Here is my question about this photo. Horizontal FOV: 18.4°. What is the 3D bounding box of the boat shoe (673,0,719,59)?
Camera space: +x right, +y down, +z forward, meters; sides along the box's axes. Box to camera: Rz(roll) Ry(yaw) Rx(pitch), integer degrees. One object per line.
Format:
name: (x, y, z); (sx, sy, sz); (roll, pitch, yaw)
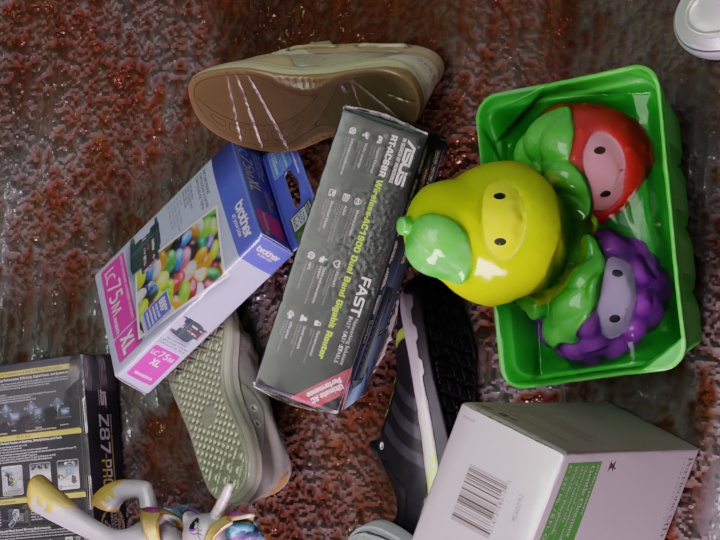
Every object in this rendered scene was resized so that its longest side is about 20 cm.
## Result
boat shoe: (0.285, -0.203, 1.452); (0.200, 0.065, 0.074); (-31, 71, 26)

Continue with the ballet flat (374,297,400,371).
ballet flat: (0.000, 0.000, 1.617); (0.072, 0.072, 0.200); (19, 95, 31)

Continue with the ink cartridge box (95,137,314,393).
ink cartridge box: (-0.118, -0.014, 1.675); (0.200, 0.042, 0.119); (-41, 40, 20)

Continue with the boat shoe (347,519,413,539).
boat shoe: (0.064, 0.249, 1.531); (0.200, 0.067, 0.074); (28, 125, 20)

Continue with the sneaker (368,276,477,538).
sneaker: (0.036, 0.106, 1.578); (0.083, 0.072, 0.200); (-12, 80, 31)

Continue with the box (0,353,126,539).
box: (-0.282, 0.156, 1.784); (0.200, 0.049, 0.161); (-10, 83, 31)

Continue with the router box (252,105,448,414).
router box: (-0.004, -0.008, 1.507); (0.062, 0.150, 0.200); (19, 94, 6)

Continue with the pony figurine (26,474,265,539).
pony figurine: (-0.153, 0.241, 1.624); (0.200, 0.166, 0.193); (3, 95, 38)

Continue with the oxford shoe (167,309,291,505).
oxford shoe: (-0.099, 0.090, 1.675); (0.075, 0.058, 0.200); (-40, 52, 32)

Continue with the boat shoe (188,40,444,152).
boat shoe: (-0.033, -0.135, 1.647); (0.200, 0.065, 0.072); (-2, 121, 31)

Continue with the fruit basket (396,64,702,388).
fruit basket: (0.128, -0.027, 1.456); (0.155, 0.216, 0.216); (-9, 81, 29)

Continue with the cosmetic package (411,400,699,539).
cosmetic package: (0.128, 0.146, 1.443); (0.085, 0.200, 0.108); (25, 102, 32)
